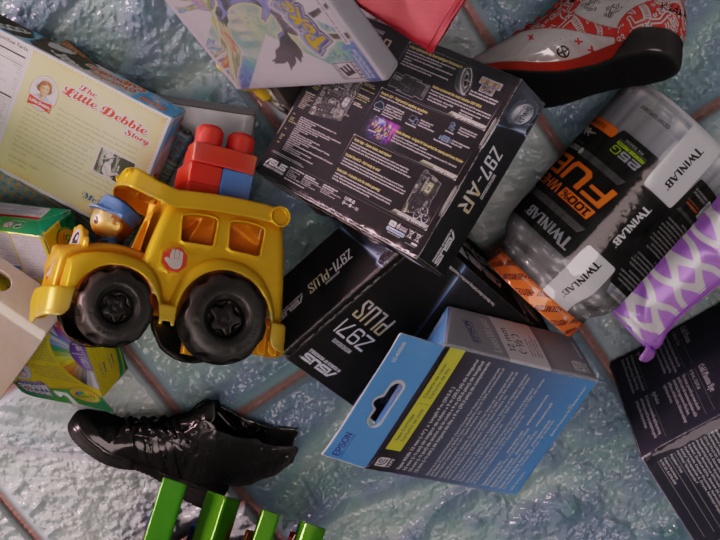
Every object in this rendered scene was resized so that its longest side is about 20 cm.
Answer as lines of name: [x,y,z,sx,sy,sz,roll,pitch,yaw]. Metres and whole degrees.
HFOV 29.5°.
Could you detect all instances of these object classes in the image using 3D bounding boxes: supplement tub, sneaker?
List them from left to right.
sneaker: [-0.166,0.155,1.291,0.199,0.060,0.105,30,110,-15]
sneaker: [0.179,-0.204,1.148,0.200,0.109,0.067,-5,153,36]
supplement tub: [0.208,-0.049,1.155,0.122,0.123,0.200,40,95,-12]

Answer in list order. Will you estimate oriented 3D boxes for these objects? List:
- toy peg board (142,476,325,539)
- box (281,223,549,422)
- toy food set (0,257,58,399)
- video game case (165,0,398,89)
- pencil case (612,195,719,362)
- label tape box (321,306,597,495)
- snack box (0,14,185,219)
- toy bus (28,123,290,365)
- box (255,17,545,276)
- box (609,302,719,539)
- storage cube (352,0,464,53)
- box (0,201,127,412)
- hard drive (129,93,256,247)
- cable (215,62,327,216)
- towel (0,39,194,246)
toy peg board: [-0.126,0.263,1.280,0.199,0.199,0.099,19,80,-5]
box: [0.044,0.044,1.191,0.164,0.086,0.200,-40,128,14]
toy food set: [-0.352,0.040,1.200,0.143,0.061,0.200,35,140,-10]
video game case: [-0.089,-0.215,1.026,0.200,0.182,0.022,50,61,-34]
pencil case: [0.301,-0.015,1.199,0.200,0.084,0.086,-43,66,18]
label tape box: [0.078,0.106,1.152,0.199,0.066,0.144,15,122,-26]
snack box: [-0.260,-0.127,1.161,0.199,0.037,0.117,28,112,3]
toy bus: [-0.155,-0.024,1.105,0.198,0.136,0.194,9,86,-20]
box: [0.027,-0.107,1.104,0.043,0.199,0.161,33,86,-51]
box: [0.331,0.114,1.185,0.181,0.200,0.104,-32,105,13]
storage cube: [0.031,-0.294,1.050,0.179,0.200,0.172,32,109,-3]
box: [-0.281,0.036,1.214,0.117,0.048,0.201,8,127,28]
hard drive: [-0.170,-0.055,1.230,0.131,0.026,0.202,8,111,-2]
cable: [-0.052,-0.147,1.195,0.097,0.050,0.201,-38,121,-14]
towel: [-0.251,-0.082,1.205,0.146,0.022,0.200,36,111,0]
